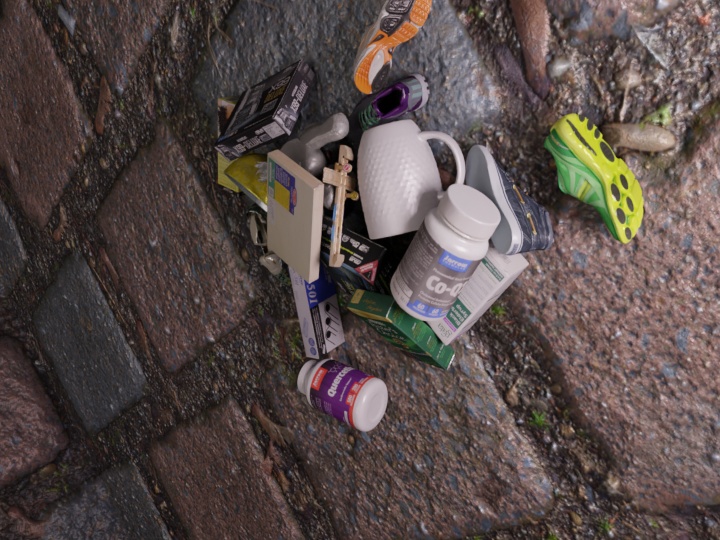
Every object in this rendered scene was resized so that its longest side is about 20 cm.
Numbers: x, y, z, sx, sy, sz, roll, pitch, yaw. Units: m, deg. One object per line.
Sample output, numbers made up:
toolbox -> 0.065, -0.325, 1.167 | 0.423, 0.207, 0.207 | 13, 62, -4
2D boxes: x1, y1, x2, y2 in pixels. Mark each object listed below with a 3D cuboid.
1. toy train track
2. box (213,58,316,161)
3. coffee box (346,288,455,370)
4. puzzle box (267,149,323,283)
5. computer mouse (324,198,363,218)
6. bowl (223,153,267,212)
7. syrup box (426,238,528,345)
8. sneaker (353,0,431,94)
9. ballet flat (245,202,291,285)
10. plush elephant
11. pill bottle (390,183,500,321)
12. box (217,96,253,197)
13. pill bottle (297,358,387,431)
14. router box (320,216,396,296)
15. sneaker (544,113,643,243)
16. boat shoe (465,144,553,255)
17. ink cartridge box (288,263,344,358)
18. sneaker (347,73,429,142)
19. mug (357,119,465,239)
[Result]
toy train track -> -0.027, -0.109, 1.074 | 0.032, 0.114, 0.208 | 6, 90, 27
box -> -0.189, -0.313, 1.237 | 0.196, 0.161, 0.050 | -10, 140, 43
coffee box -> 0.076, 0.109, 1.161 | 0.121, 0.045, 0.199 | 13, 156, 50
puzzle box -> -0.118, -0.093, 1.110 | 0.132, 0.025, 0.205 | 39, 139, 32
computer mouse -> -0.019, -0.117, 1.251 | 0.196, 0.034, 0.061 | 22, 120, 32
bowl -> -0.176, -0.180, 1.294 | 0.198, 0.200, 0.109 | 37, 85, 23
syrup box -> 0.194, 0.033, 1.095 | 0.079, 0.080, 0.202 | 49, 131, 16
sneaker -> 0.042, -0.407, 1.057 | 0.202, 0.074, 0.093 | -53, 33, 23
ballet flat -> -0.210, -0.054, 1.417 | 0.073, 0.073, 0.206 | -16, 97, 42
plush elephant -> -0.081, -0.181, 1.186 | 0.194, 0.154, 0.171 | -3, 83, 29
pill bottle -> 0.134, -0.027, 0.998 | 0.113, 0.113, 0.203 | 41, 128, 19
box -> -0.279, -0.275, 1.399 | 0.074, 0.050, 0.206 | 23, 121, 32
pill bottle -> -0.043, 0.264, 1.372 | 0.195, 0.111, 0.116 | 16, 118, 34
router box -> 0.000, 0.000, 1.187 | 0.147, 0.063, 0.201 | 29, 165, 30
sneaker -> 0.342, -0.133, 0.920 | 0.204, 0.073, 0.083 | 59, 158, 1
boat shoe -> 0.237, -0.114, 1.012 | 0.071, 0.088, 0.206 | 124, 138, -52
ink cartridge box -> -0.093, 0.074, 1.350 | 0.043, 0.093, 0.207 | 2, 109, 38
sneaker -> 0.026, -0.285, 1.106 | 0.197, 0.087, 0.076 | -25, 91, 43
mug -> 0.086, -0.164, 1.071 | 0.195, 0.147, 0.182 | -9, 98, 32
